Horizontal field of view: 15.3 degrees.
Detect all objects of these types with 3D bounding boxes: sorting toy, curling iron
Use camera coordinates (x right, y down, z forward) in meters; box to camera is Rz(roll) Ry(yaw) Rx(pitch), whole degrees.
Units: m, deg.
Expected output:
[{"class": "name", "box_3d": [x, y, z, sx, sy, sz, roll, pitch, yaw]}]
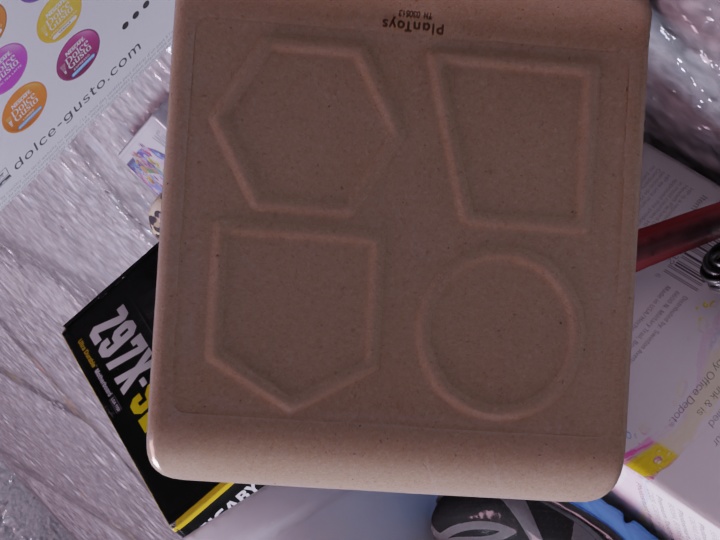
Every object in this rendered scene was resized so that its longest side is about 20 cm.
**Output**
[{"class": "sorting toy", "box_3d": [0.015, -0.016, 1.022, 0.184, 0.201, 0.036, 4, -178, -9]}, {"class": "curling iron", "box_3d": [0.088, 0.004, 1.074, 0.050, 0.199, 0.026, -82, -25, -58]}]

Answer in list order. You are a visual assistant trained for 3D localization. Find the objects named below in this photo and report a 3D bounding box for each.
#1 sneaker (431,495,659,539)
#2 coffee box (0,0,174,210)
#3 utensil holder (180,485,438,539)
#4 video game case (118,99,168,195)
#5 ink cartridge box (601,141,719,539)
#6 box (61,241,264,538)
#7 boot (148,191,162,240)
[{"class": "sneaker", "box_3d": [0.100, 0.150, 1.091, 0.199, 0.083, 0.071, 37, 167, 27]}, {"class": "coffee box", "box_3d": [-0.235, -0.167, 1.351, 0.200, 0.200, 0.198, 36, 163, 27]}, {"class": "utensil holder", "box_3d": [0.011, 0.186, 1.205, 0.201, 0.169, 0.170, 58, 166, 6]}, {"class": "video game case", "box_3d": [-0.065, -0.019, 1.675, 0.200, 0.018, 0.143, 44, 166, -5]}, {"class": "ink cartridge box", "box_3d": [0.164, 0.068, 1.111, 0.200, 0.129, 0.125, 34, 163, 31]}, {"class": "box", "box_3d": [-0.066, 0.045, 1.473, 0.049, 0.160, 0.200, 44, -174, -40]}, {"class": "boot", "box_3d": [0.000, 0.000, 1.312, 0.151, 0.200, 0.073, 44, 126, 19]}]
